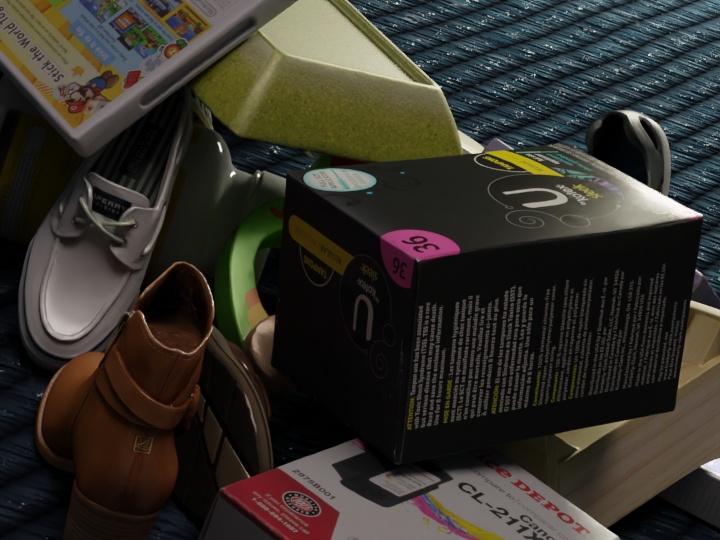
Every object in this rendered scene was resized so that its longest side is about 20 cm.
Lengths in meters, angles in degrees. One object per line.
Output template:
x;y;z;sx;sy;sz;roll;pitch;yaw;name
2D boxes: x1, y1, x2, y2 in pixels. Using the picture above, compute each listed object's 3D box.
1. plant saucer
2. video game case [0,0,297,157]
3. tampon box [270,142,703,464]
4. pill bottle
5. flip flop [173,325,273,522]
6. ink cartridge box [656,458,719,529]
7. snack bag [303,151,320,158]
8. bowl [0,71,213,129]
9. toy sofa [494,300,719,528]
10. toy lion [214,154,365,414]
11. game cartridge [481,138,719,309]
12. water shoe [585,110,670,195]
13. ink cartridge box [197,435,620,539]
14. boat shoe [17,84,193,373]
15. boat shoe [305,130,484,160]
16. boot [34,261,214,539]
-0.043;-0.141;1.536;0.199;0.048;0.200;9;27;-42;plant saucer
-0.150;-0.178;1.501;0.182;0.023;0.200;-37;49;-9;video game case
0.071;0.013;1.390;0.199;0.127;0.150;-8;24;-31;tampon box
-0.152;-0.053;1.564;0.199;0.112;0.112;19;26;-4;pill bottle
-0.086;0.080;1.414;0.057;0.081;0.200;21;17;-30;flip flop
0.228;0.124;1.590;0.199;0.039;0.099;29;28;13;ink cartridge box
0.062;-0.052;1.702;0.199;0.021;0.189;18;-6;20;snack bag
-0.180;-0.152;1.627;0.200;0.095;0.201;15;-19;5;bowl
0.149;0.095;1.502;0.083;0.098;0.200;19;35;41;toy sofa
0.000;0.000;1.521;0.199;0.069;0.193;4;63;-26;toy lion
0.184;-0.020;1.774;0.200;0.038;0.130;36;1;27;game cartridge
0.177;-0.010;1.654;0.071;0.201;0.079;-6;-7;24;water shoe
0.025;0.164;1.309;0.146;0.083;0.200;34;29;28;ink cartridge box
-0.156;-0.037;1.459;0.073;0.067;0.201;19;67;-4;boat shoe
0.043;-0.085;1.824;0.200;0.063;0.071;22;14;-40;boat shoe
-0.123;0.059;1.320;0.073;0.155;0.200;11;27;-18;boot
